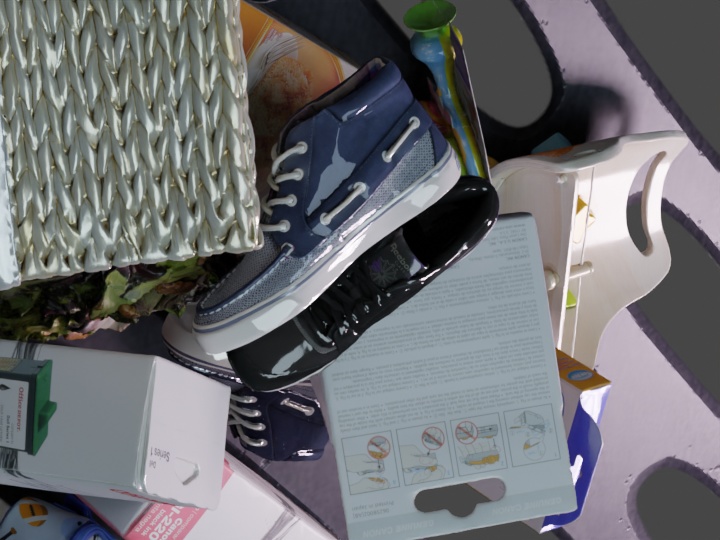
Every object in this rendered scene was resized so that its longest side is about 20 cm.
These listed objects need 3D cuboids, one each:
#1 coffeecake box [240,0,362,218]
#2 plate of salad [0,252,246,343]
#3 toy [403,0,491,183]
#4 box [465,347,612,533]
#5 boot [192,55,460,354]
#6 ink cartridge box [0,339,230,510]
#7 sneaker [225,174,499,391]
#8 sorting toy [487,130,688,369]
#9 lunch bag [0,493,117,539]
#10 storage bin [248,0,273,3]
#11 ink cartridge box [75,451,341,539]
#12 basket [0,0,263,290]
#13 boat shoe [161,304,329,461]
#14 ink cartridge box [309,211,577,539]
[{"bbox_3d":[-0.092,-0.099,1.520,0.200,0.073,0.154,26,100,-43],"label":"coffeecake box"},{"bbox_3d":[-0.155,0.014,1.490,0.200,0.048,0.200,-9,165,-2],"label":"plate of salad"},{"bbox_3d":[0.054,-0.093,1.606,0.047,0.115,0.200,-14,128,-7],"label":"toy"},{"bbox_3d":[0.100,0.100,1.693,0.041,0.200,0.119,-14,127,-46],"label":"box"},{"bbox_3d":[-0.038,-0.041,1.429,0.200,0.073,0.090,-39,112,-13],"label":"boot"},{"bbox_3d":[-0.196,0.092,1.449,0.146,0.200,0.084,34,62,-72],"label":"ink cartridge box"},{"bbox_3d":[0.000,0.000,1.476,0.200,0.088,0.076,-38,93,-12],"label":"sneaker"},{"bbox_3d":[0.172,-0.030,1.739,0.180,0.107,0.200,-19,127,-34],"label":"sorting toy"},{"bbox_3d":[-0.209,0.239,1.591,0.160,0.075,0.200,-63,163,-13],"label":"lunch bag"},{"bbox_3d":[-0.046,-0.280,1.424,0.135,0.094,0.200,-21,129,-23],"label":"storage bin"},{"bbox_3d":[-0.115,0.160,1.616,0.085,0.146,0.200,-54,133,-3],"label":"ink cartridge box"},{"bbox_3d":[-0.149,-0.108,1.331,0.161,0.198,0.200,-7,101,-6],"label":"basket"},{"bbox_3d":[-0.075,0.086,1.641,0.200,0.075,0.093,14,109,-47],"label":"boat shoe"},{"bbox_3d":[0.048,0.071,1.551,0.162,0.057,0.200,-9,93,-12],"label":"ink cartridge box"}]
